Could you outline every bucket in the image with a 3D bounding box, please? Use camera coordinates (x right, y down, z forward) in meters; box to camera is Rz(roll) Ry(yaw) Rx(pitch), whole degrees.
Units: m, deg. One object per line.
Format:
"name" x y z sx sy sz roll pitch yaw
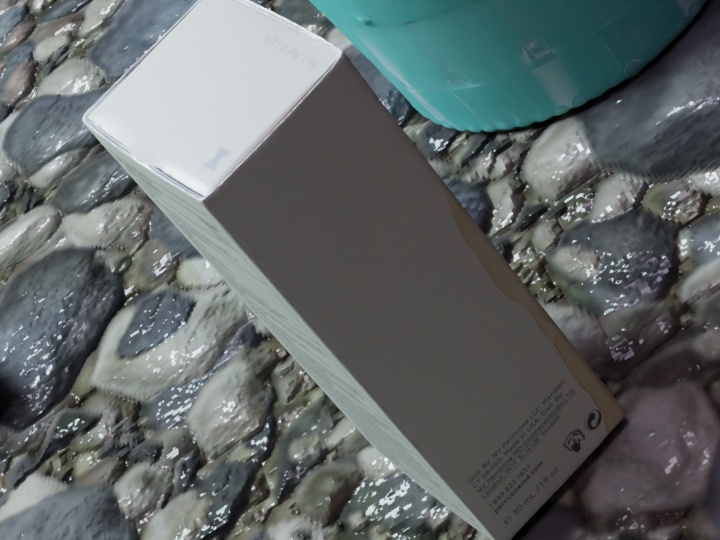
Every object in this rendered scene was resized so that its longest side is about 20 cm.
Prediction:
"bucket" 0.057 -0.170 1.100 0.206 0.135 0.208 -24 39 21

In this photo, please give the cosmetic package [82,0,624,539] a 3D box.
"cosmetic package" 0.000 0.000 0.914 0.073 0.200 0.103 -45 36 -8
